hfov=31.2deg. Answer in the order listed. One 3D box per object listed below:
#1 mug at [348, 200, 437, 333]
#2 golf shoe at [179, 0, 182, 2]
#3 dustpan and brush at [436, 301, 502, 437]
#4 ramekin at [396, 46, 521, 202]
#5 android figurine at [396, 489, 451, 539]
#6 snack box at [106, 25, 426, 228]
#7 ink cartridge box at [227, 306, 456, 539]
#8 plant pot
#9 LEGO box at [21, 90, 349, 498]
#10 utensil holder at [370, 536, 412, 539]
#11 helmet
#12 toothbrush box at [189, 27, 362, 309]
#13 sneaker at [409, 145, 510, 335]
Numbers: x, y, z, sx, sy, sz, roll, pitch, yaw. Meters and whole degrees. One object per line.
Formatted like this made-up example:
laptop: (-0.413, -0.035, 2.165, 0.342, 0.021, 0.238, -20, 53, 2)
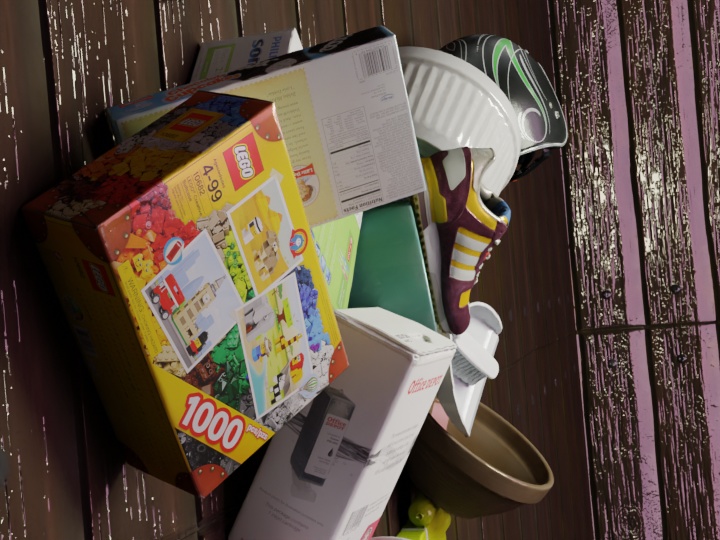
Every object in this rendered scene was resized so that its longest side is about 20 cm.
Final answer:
mug: (0.002, 0.010, 1.181, 0.153, 0.113, 0.186, 76, 2, -48)
golf shoe: (-0.118, -0.265, 0.985, 0.098, 0.078, 0.200, 63, 15, -11)
dustpan and brush: (0.103, 0.075, 1.382, 0.200, 0.057, 0.141, 44, 55, -37)
ramekin: (0.051, -0.110, 1.278, 0.106, 0.198, 0.201, -66, 148, -41)
android figurine: (0.077, 0.348, 1.489, 0.200, 0.041, 0.184, -25, 109, -75)
snack box: (-0.061, -0.082, 0.882, 0.037, 0.198, 0.117, -131, -154, -62)
ink cartridge box: (-0.010, 0.134, 1.028, 0.201, 0.084, 0.146, -64, 165, 7)
plant pot: (0.118, 0.222, 1.499, 0.093, 0.200, 0.201, -56, 169, 12)
LEGO box: (-0.101, 0.013, 0.807, 0.149, 0.077, 0.201, -40, 129, -34)
utensil holder: (0.047, 0.336, 1.164, 0.200, 0.168, 0.172, 47, 41, -67)
helmet: (0.152, -0.205, 1.649, 0.192, 0.199, 0.200, 65, 13, 12)
toothbrush box: (-0.069, -0.065, 1.028, 0.201, 0.085, 0.147, 69, 22, -45)
sneaker: (0.100, -0.023, 1.203, 0.075, 0.089, 0.201, -100, 178, -50)
